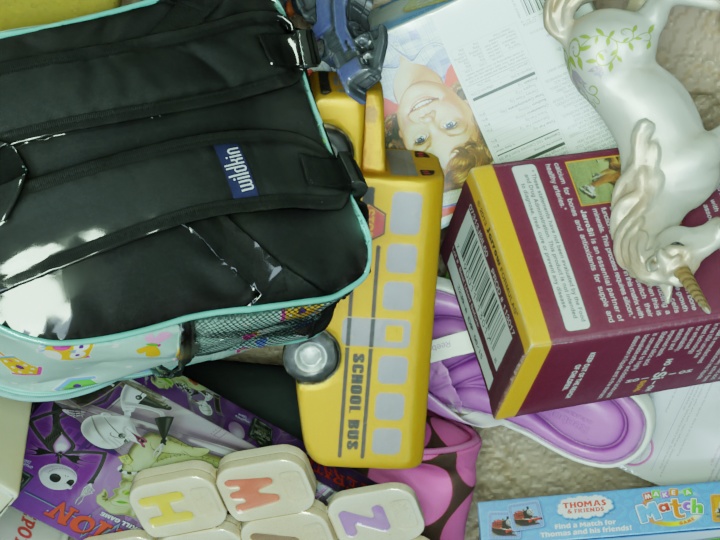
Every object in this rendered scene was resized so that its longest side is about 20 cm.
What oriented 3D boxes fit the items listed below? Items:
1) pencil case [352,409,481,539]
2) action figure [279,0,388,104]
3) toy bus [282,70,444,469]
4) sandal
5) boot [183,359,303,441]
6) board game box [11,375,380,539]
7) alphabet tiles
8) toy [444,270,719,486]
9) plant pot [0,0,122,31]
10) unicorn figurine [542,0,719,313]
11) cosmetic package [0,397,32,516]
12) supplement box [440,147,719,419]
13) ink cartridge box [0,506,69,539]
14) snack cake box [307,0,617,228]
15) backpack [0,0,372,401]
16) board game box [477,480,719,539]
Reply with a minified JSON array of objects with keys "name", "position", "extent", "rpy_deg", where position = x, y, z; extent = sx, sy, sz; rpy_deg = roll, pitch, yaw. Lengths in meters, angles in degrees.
[{"name":"pencil case","position":[0.007,0.173,1.141],"extent":[0.093,0.091,0.201],"rpy_deg":[-3,112,-32]},{"name":"action figure","position":[0.013,-0.163,1.001],"extent":[0.193,0.201,0.105],"rpy_deg":[-22,150,15]},{"name":"toy bus","position":[0.000,0.000,1.016],"extent":[0.078,0.065,0.201],"rpy_deg":[3,107,-3]},{"name":"sandal","position":[0.067,0.057,1.076],"extent":[0.202,0.050,0.083],"rpy_deg":[17,116,6]},{"name":"boot","position":[-0.098,0.060,1.072],"extent":[0.162,0.073,0.199],"rpy_deg":[10,122,-14]},{"name":"board game box","position":[-0.096,0.118,1.054],"extent":[0.200,0.032,0.120],"rpy_deg":[31,127,-23]},{"name":"alphabet tiles","position":[-0.050,0.178,1.068],"extent":[0.195,0.015,0.200],"rpy_deg":[-11,127,13]},{"name":"toy","position":[0.136,0.042,1.115],"extent":[0.199,0.047,0.115],"rpy_deg":[22,108,-2]},{"name":"plant pot","position":[-0.193,-0.214,0.954],"extent":[0.195,0.194,0.201],"rpy_deg":[-9,121,3]},{"name":"unicorn figurine","position":[0.160,-0.075,0.982],"extent":[0.137,0.074,0.200],"rpy_deg":[-30,71,-16]},{"name":"cosmetic package","position":[-0.224,0.051,0.981],"extent":[0.103,0.200,0.073],"rpy_deg":[34,114,-23]},{"name":"supplement box","position":[0.156,-0.001,1.029],"extent":[0.199,0.111,0.086],"rpy_deg":[-8,152,-16]},{"name":"ink cartridge box","position":[-0.267,0.127,1.088],"extent":[0.200,0.147,0.083],"rpy_deg":[28,108,-10]},{"name":"snack cake box","position":[0.041,-0.089,1.058],"extent":[0.199,0.067,0.115],"rpy_deg":[-23,109,7]},{"name":"backpack","position":[-0.118,-0.030,0.915],"extent":[0.199,0.153,0.176],"rpy_deg":[-12,75,-27]},{"name":"board game box","position":[0.170,0.181,1.136],"extent":[0.199,0.037,0.152],"rpy_deg":[-5,139,0]}]
